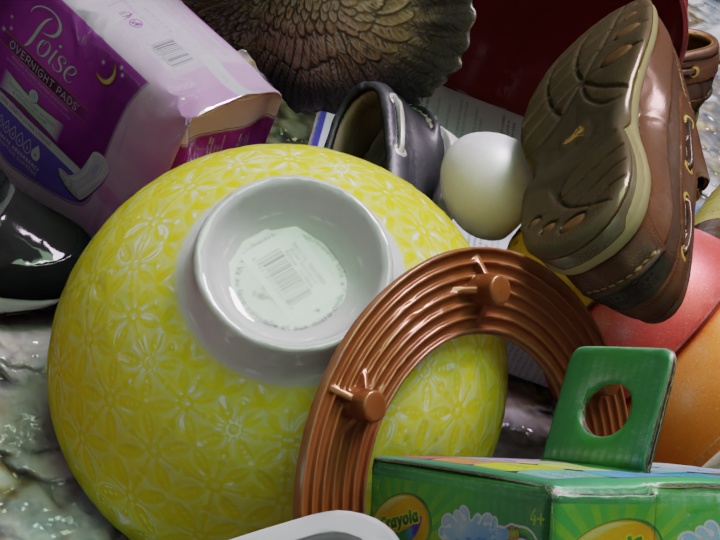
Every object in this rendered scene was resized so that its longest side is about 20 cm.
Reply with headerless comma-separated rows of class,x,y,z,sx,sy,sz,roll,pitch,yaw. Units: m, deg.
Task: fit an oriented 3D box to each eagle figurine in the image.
eagle figurine,-0.042,-0.151,1.123,0.152,0.151,0.200,-9,13,-12

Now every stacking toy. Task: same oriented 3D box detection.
stacking toy,0.117,0.009,1.045,0.200,0.146,0.146,46,35,0

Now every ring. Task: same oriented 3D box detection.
ring,0.050,0.091,0.906,0.019,0.201,0.200,1,10,45

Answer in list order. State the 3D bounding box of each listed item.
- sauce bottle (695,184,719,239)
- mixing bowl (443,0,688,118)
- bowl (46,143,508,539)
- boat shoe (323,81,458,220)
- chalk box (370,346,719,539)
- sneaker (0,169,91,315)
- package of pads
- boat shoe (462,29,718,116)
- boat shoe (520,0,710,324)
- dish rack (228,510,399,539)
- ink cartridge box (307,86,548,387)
sauce bottle,0.196,-0.001,1.202,0.065,0.065,0.200,32,25,9
mixing bowl,0.096,-0.186,1.213,0.200,0.200,0.108,25,58,-1
bowl,-0.031,0.020,0.926,0.200,0.108,0.200,2,62,-5
boat shoe,0.000,0.000,1.034,0.060,0.074,0.200,40,52,-33
chalk box,0.082,0.128,0.823,0.124,0.200,0.125,3,-3,-30
sneaker,-0.207,-0.049,0.997,0.200,0.088,0.076,21,33,-8
package of pads,-0.135,-0.092,1.075,0.200,0.121,0.076,43,37,25
boat shoe,0.123,-0.132,1.337,0.200,0.068,0.072,9,37,-24
boat shoe,0.116,-0.049,0.994,0.068,0.072,0.200,45,30,-22
dish rack,-0.047,0.185,0.770,0.172,0.044,0.200,-18,42,0
ink cartridge box,0.060,-0.026,1.187,0.200,0.041,0.200,22,34,-6
